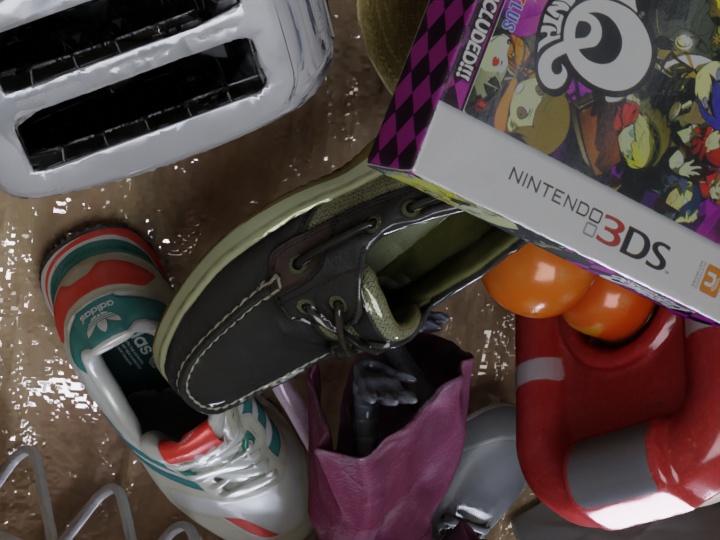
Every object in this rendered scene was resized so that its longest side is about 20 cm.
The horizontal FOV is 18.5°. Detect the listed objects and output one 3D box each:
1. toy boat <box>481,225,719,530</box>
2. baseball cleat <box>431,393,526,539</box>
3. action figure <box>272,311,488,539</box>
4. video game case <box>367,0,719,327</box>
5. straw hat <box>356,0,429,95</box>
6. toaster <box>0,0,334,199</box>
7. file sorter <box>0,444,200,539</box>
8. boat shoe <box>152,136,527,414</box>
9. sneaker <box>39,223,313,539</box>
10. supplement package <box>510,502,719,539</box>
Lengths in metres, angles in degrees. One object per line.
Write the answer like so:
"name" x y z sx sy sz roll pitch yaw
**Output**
"toy boat" 0.102 0.004 0.956 0.130 0.202 0.130 -21 147 39
"baseball cleat" 0.032 0.160 1.080 0.069 0.107 0.200 19 118 -38
"action figure" -0.001 0.124 0.999 0.133 0.148 0.202 -21 124 -39
"video game case" 0.110 -0.100 0.849 0.180 0.036 0.202 24 86 -36
"straw hat" 0.054 -0.159 0.910 0.200 0.085 0.202 -24 135 -27
"toaster" -0.102 -0.108 0.878 0.198 0.129 0.114 -19 121 -4
"file sorter" -0.176 0.156 1.011 0.199 0.125 0.139 28 108 -27
"boat shoe" 0.001 0.000 0.901 0.200 0.066 0.072 -37 139 12
"sneaker" -0.078 0.075 1.009 0.070 0.094 0.200 -30 122 4
"supplement package" 0.182 0.197 1.132 0.121 0.120 0.201 -30 122 2
